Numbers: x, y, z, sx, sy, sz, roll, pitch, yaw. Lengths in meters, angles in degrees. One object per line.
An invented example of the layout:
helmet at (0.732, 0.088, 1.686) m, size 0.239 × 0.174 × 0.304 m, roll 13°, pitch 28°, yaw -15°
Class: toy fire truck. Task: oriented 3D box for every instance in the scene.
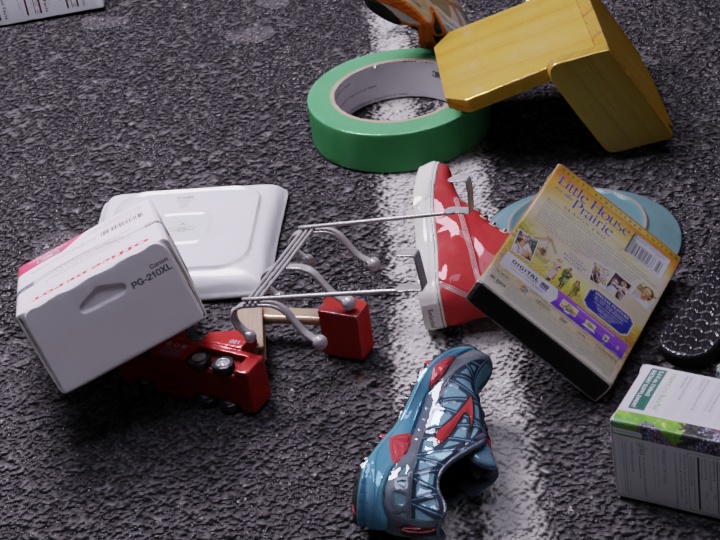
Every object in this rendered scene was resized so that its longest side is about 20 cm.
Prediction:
toy fire truck at (-0.104, 0.065, 1.617) m, size 0.199 × 0.049 × 0.141 m, roll 10°, pitch 37°, yaw 28°

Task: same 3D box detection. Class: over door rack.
over door rack at (0.000, 0.000, 1.568) m, size 0.199 × 0.067 × 0.148 m, roll -16°, pitch 23°, yaw 31°

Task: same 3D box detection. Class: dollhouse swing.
dollhouse swing at (0.203, -0.195, 1.915) m, size 0.175 × 0.182 × 0.200 m, roll -34°, pitch 29°, yaw 16°

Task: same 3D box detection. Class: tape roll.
tape roll at (0.043, -0.177, 1.959) m, size 0.199 × 0.048 × 0.201 m, roll -6°, pitch 32°, yaw 4°

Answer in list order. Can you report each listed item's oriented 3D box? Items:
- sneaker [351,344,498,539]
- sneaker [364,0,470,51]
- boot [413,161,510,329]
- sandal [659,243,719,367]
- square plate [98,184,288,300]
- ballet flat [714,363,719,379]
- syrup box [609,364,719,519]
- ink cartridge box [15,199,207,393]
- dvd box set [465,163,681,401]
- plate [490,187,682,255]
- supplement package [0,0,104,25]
sneaker at (0.073, 0.145, 1.446) m, size 0.095 × 0.080 × 0.200 m, roll 18°, pitch 49°, yaw 20°
sneaker at (0.090, -0.300, 2.008) m, size 0.075 × 0.200 × 0.093 m, roll 4°, pitch 70°, yaw 41°
boot at (0.123, -0.032, 1.681) m, size 0.143 × 0.073 × 0.201 m, roll -10°, pitch 45°, yaw 6°
sandal at (0.336, 0.022, 1.600) m, size 0.075 × 0.045 × 0.200 m, roll 19°, pitch 56°, yaw 44°
square plate at (-0.180, -0.032, 1.803) m, size 0.198 × 0.029 × 0.199 m, roll -3°, pitch 34°, yaw 7°
ballet flat at (0.356, 0.061, 1.503) m, size 0.074 × 0.075 × 0.200 m, roll 15°, pitch 39°, yaw 32°
syrup box at (0.299, 0.141, 1.379) m, size 0.199 × 0.082 × 0.079 m, roll 10°, pitch 38°, yaw 28°
ink cartridge box at (-0.225, 0.019, 1.601) m, size 0.144 × 0.085 × 0.200 m, roll -29°, pitch 15°, yaw -4°
dvd box set at (0.191, 0.006, 1.585) m, size 0.146 × 0.029 × 0.200 m, roll 38°, pitch 44°, yaw 0°
plate at (0.208, -0.036, 1.724) m, size 0.198 × 0.026 × 0.201 m, roll -5°, pitch 33°, yaw 3°
supplement package at (-0.448, -0.432, 2.369) m, size 0.198 × 0.148 × 0.192 m, roll -10°, pitch 32°, yaw -1°
